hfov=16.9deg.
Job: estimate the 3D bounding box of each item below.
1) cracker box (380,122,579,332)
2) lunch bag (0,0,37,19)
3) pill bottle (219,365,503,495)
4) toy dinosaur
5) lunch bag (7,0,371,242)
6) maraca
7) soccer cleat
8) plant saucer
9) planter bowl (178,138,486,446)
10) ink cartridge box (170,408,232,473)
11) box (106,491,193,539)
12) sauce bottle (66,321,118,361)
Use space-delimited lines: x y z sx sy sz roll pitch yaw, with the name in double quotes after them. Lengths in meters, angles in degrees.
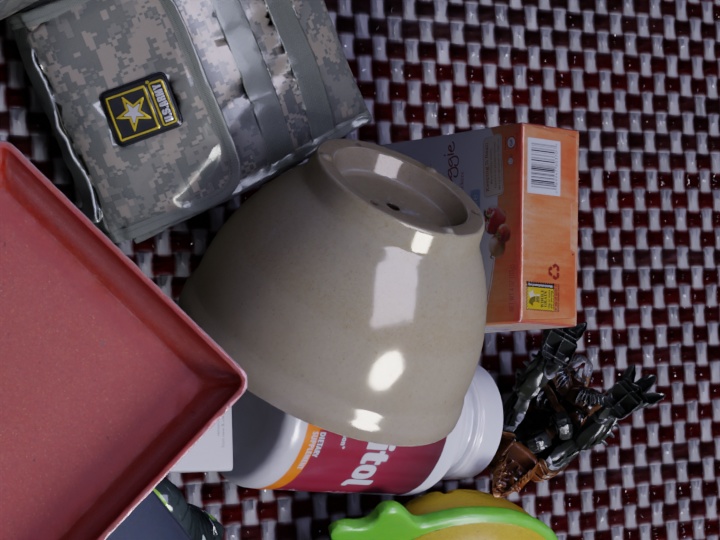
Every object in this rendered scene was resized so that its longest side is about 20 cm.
0.064 -0.024 1.673 0.058 0.200 0.135 5 83 -38 "cracker box"
-0.229 -0.211 1.471 0.200 0.164 0.118 -28 101 -37 "lunch bag"
-0.002 0.097 1.665 0.199 0.113 0.113 6 82 -39 "pill bottle"
0.141 0.113 1.759 0.102 0.136 0.200 28 34 -16 "toy dinosaur"
-0.117 -0.128 1.581 0.200 0.117 0.165 -31 108 -30 "lunch bag"
0.051 0.207 1.697 0.199 0.137 0.107 13 38 -32 "maraca"
-0.123 0.172 1.538 0.081 0.067 0.200 -53 161 -30 "soccer cleat"
-0.200 0.065 1.352 0.200 0.037 0.200 44 78 -2 "plant saucer"
0.000 0.000 1.554 0.200 0.200 0.135 8 117 -39 "planter bowl"
-0.192 0.095 1.507 0.199 0.115 0.068 3 84 -39 "ink cartridge box"
-0.162 0.235 1.465 0.118 0.200 0.197 -51 117 -31 "box"
-0.202 0.001 1.464 0.066 0.200 0.066 -25 139 -24 "sauce bottle"
